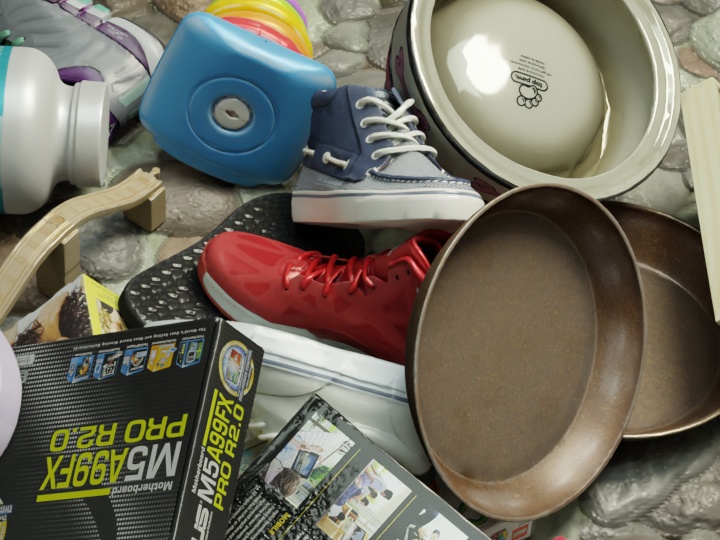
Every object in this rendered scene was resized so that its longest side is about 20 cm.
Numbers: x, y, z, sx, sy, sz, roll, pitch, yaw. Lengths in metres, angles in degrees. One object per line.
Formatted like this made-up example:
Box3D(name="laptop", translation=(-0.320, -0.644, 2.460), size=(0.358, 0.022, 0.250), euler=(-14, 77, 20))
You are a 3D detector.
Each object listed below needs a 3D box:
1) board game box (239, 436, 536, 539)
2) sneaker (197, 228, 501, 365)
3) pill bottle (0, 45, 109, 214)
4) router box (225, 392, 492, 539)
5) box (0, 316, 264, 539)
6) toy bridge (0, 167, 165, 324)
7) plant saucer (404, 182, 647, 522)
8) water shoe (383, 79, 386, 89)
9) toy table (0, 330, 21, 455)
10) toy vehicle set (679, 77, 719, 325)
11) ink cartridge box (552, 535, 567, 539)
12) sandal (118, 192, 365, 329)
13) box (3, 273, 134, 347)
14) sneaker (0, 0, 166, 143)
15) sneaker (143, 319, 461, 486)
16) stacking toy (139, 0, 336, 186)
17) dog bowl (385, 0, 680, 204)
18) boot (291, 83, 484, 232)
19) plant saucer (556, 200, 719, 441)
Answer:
Box3D(name="board game box", translation=(-0.012, 0.144, 1.579), size=(0.200, 0.035, 0.126), euler=(-22, 53, -22))
Box3D(name="sneaker", translation=(0.000, 0.000, 1.601), size=(0.200, 0.116, 0.078), euler=(23, 44, 8))
Box3D(name="pill bottle", translation=(-0.267, -0.094, 1.724), size=(0.199, 0.111, 0.111), euler=(2, 48, -1))
Box3D(name="router box", translation=(-0.035, 0.191, 1.469), size=(0.149, 0.051, 0.200), euler=(39, 79, 20))
Box3D(name="box", translation=(-0.157, 0.116, 1.492), size=(0.200, 0.044, 0.161), euler=(-8, 57, 36))
Box3D(name="toy bridge", translation=(-0.192, -0.008, 1.682), size=(0.027, 0.067, 0.200), euler=(30, 53, 21))
Box3D(name="plant saucer", translation=(0.092, 0.047, 1.549), size=(0.034, 0.201, 0.200), euler=(8, 39, 45))
Box3D(name="water shoe", translation=(0.109, -0.117, 1.793), size=(0.200, 0.079, 0.072), euler=(-13, 50, -16))
Box3D(name="toy table", translation=(-0.300, 0.051, 1.539), size=(0.200, 0.117, 0.184), euler=(8, 69, 42))
Box3D(name="toy vehicle set", translation=(0.259, -0.016, 1.691), size=(0.026, 0.124, 0.200), euler=(-28, 42, 26))
Box3D(name="ink cartridge box", translation=(0.101, 0.264, 1.444), size=(0.145, 0.084, 0.200), euler=(33, 53, 24))
Box3D(name="sandal", translation=(-0.080, 0.005, 1.685), size=(0.200, 0.045, 0.075), euler=(-26, 66, -41))
Box3D(name="box", translation=(-0.162, 0.102, 1.575), size=(0.075, 0.050, 0.200), euler=(-37, 46, 21))
Box3D(name="sneaker", translation=(-0.229, -0.159, 1.814), size=(0.200, 0.075, 0.088), euler=(29, 57, 20))
Box3D(name="sneaker", translation=(-0.041, 0.078, 1.561), size=(0.199, 0.073, 0.071), euler=(13, 77, 11))
Box3D(name="stacking toy", translation=(-0.074, -0.160, 1.816), size=(0.116, 0.110, 0.200), euler=(23, 35, -9))
Box3D(name="dog bowl", translation=(0.105, -0.125, 1.711), size=(0.200, 0.074, 0.201), euler=(10, 66, -24))
Box3D(name="boot", translation=(0.014, -0.071, 1.623), size=(0.073, 0.091, 0.200), euler=(6, -1, -29))
Box3D(name="plant saucer", translation=(0.159, 0.039, 1.685), size=(0.200, 0.037, 0.201), euler=(2, 47, -2))
